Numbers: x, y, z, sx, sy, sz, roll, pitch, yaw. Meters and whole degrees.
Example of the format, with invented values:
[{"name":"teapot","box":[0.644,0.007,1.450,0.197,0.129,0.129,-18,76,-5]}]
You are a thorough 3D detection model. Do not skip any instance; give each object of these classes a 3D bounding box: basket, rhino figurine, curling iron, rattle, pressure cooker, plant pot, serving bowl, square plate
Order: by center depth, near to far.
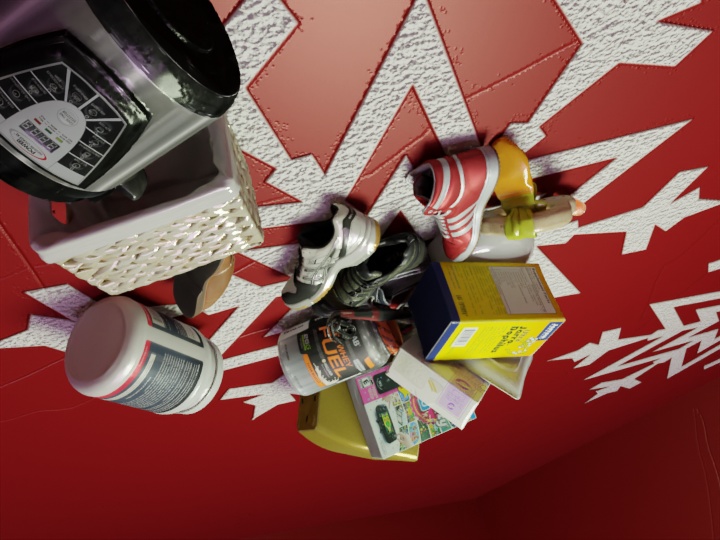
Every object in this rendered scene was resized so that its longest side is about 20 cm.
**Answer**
[{"name":"pressure cooker","box":[-0.212,-0.149,0.434,0.198,0.178,0.178,-26,175,16]},{"name":"basket","box":[-0.210,-0.076,0.592,0.198,0.137,0.124,-18,153,1]},{"name":"rattle","box":[0.254,-0.126,0.844,0.199,0.144,0.130,-23,-179,-32]},{"name":"curling iron","box":[0.018,0.078,0.909,0.199,0.025,0.050,-7,109,-48]},{"name":"serving bowl","box":[0.201,-0.011,0.963,0.198,0.066,0.201,-13,148,-8]},{"name":"square plate","box":[0.203,0.119,0.996,0.029,0.197,0.200,-63,166,22]},{"name":"rhino figurine","box":[0.114,0.100,1.101,0.087,0.060,0.200,-28,145,11]},{"name":"plant pot","box":[-0.014,0.263,1.143,0.198,0.198,0.194,13,160,-22]}]

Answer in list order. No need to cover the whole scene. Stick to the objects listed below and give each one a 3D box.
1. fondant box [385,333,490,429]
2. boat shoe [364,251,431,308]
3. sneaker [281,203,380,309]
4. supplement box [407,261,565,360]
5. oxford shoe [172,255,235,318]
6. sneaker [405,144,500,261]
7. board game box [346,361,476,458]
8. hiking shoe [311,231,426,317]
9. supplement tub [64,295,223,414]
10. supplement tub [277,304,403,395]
[{"name":"fondant box","box":[0.146,0.158,0.959,0.200,0.144,0.059,-26,146,-62]},{"name":"boat shoe","box":[0.026,0.028,0.933,0.198,0.068,0.072,-26,148,13]},{"name":"sneaker","box":[-0.064,-0.024,0.822,0.087,0.076,0.200,28,125,-31]},{"name":"supplement box","box":[0.192,0.063,0.902,0.197,0.110,0.110,1,142,-20]},{"name":"oxford shoe","box":[-0.196,-0.019,0.771,0.071,0.071,0.200,-29,162,-42]},{"name":"sneaker","box":[0.113,-0.081,0.801,0.111,0.072,0.201,-12,141,-16]},{"name":"board game box","box":[0.092,0.233,1.057,0.198,0.149,0.064,-16,171,-23]},{"name":"hiking shoe","box":[0.000,0.000,0.854,0.199,0.076,0.101,-35,164,10]},{"name":"supplement tub","box":[-0.313,0.133,0.860,0.139,0.142,0.200,-26,148,15]},{"name":"supplement tub","box":[-0.033,0.128,1.009,0.198,0.124,0.123,-24,149,11]}]
